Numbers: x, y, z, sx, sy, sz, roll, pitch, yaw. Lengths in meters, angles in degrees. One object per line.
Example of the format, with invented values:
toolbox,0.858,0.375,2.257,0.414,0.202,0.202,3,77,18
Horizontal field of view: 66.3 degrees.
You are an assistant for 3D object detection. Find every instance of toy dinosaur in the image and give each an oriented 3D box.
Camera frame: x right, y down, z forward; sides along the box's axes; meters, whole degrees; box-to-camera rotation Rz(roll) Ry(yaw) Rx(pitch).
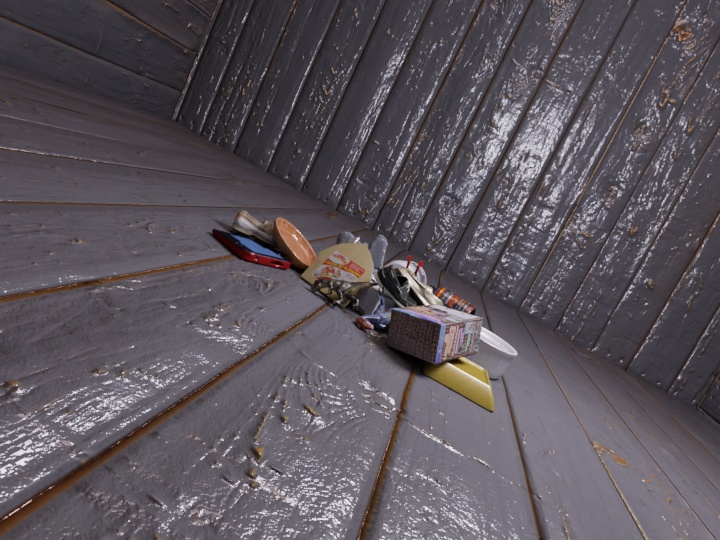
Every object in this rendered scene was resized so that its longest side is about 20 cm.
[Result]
toy dinosaur,-0.040,0.061,1.512,0.195,0.048,0.090,2,56,-3
toy dinosaur,0.067,0.147,1.498,0.178,0.202,0.106,-10,48,-19

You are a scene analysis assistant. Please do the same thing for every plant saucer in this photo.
plant saucer,0.260,0.264,1.426,0.197,0.049,0.200,28,10,4
plant saucer,-0.206,-0.074,1.714,0.201,0.037,0.201,49,13,-15

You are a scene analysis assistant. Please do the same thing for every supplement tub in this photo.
supplement tub,0.327,0.134,2.079,0.198,0.109,0.106,31,11,22
supplement tub,0.151,0.036,1.988,0.139,0.142,0.199,30,10,19

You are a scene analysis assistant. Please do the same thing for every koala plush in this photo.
koala plush,-0.006,-0.024,1.893,0.173,0.188,0.200,5,-5,-5

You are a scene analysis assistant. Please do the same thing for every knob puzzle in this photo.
knob puzzle,-0.046,-0.001,1.607,0.218,0.220,0.031,33,-24,29

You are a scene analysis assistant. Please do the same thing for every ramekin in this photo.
ramekin,0.364,0.240,1.671,0.198,0.099,0.201,27,11,-5

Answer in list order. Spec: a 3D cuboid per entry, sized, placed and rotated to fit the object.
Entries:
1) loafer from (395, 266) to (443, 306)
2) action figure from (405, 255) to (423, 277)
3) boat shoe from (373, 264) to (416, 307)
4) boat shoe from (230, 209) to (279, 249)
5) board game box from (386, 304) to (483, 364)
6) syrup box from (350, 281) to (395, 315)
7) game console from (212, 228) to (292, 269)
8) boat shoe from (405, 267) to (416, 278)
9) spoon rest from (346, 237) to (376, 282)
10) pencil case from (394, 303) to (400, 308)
loafer,0.175,0.064,1.664,0.201,0.068,0.075,51,-30,-5
action figure,0.152,0.046,1.827,0.064,0.203,0.052,23,35,5
boat shoe,0.115,0.052,1.564,0.200,0.067,0.073,44,17,-43
boat shoe,-0.304,-0.123,1.737,0.197,0.070,0.074,25,-8,-23
board game box,0.193,0.157,1.419,0.158,0.099,0.198,15,11,42
syrup box,0.004,0.066,1.622,0.078,0.083,0.199,21,12,-48
game console,-0.307,-0.064,1.587,0.176,0.031,0.198,36,12,36
boat shoe,0.171,0.089,1.737,0.202,0.075,0.074,59,7,-1
spoon rest,0.000,0.000,1.735,0.098,0.204,0.060,-5,22,42
pencil case,0.096,0.091,1.731,0.200,0.076,0.091,-101,168,-76
